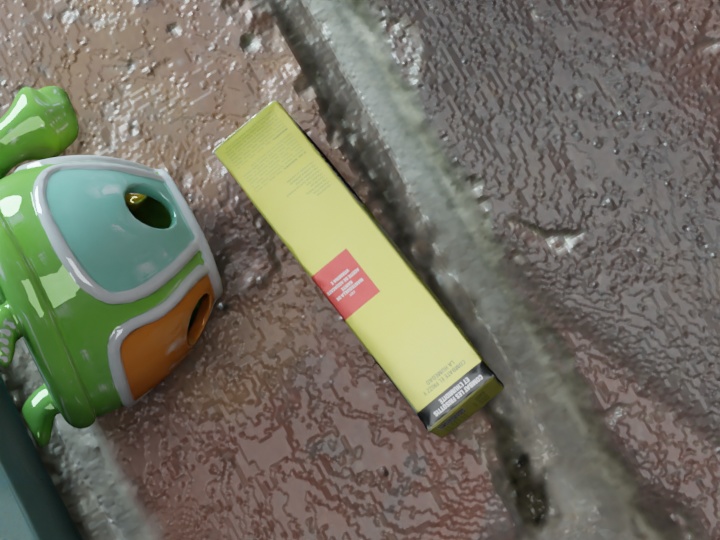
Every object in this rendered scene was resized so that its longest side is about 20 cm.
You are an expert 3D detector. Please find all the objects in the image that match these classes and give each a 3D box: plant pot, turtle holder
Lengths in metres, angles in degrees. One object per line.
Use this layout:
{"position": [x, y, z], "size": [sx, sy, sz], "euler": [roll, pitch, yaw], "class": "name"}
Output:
{"position": [-0.228, 0.131, 1.016], "size": [0.141, 0.200, 0.142], "euler": [-27, 89, -12], "class": "plant pot"}
{"position": [-0.160, -0.005, 1.099], "size": [0.131, 0.141, 0.186], "euler": [-26, 39, -10], "class": "turtle holder"}

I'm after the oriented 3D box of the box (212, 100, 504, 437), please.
{"position": [0.000, 0.000, 1.090], "size": [0.050, 0.075, 0.200], "euler": [-38, 79, 2], "class": "box"}
